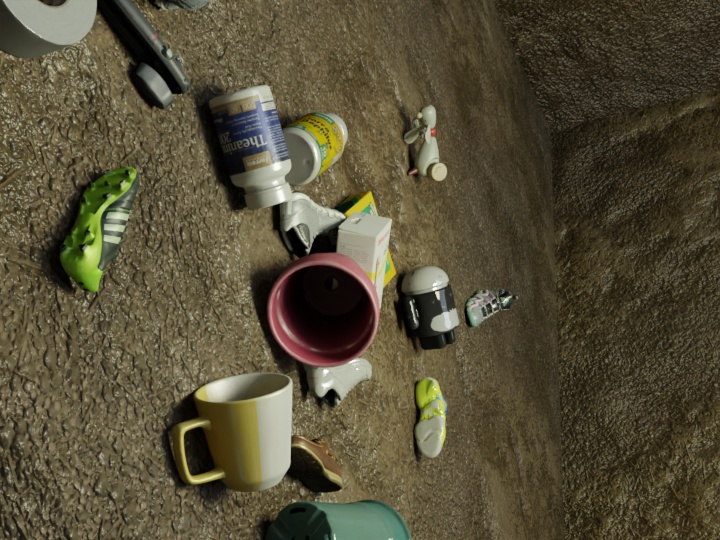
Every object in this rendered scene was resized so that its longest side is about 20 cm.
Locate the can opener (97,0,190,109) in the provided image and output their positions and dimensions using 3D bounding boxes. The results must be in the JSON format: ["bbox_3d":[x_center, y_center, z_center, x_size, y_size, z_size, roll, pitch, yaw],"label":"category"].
[{"bbox_3d":[-0.327,-0.345,1.356,0.201,0.063,0.079,62,30,-33],"label":"can opener"}]

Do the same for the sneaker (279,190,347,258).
[{"bbox_3d":[-0.096,-0.071,1.744,0.200,0.075,0.116,24,63,-49],"label":"sneaker"}]

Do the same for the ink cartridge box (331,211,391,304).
[{"bbox_3d":[0.000,0.000,1.788,0.145,0.083,0.201,-53,151,-67],"label":"ink cartridge box"}]

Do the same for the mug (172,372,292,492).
[{"bbox_3d":[-0.188,0.253,1.363,0.149,0.185,0.154,-139,-138,-77],"label":"mug"}]

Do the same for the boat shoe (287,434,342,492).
[{"bbox_3d":[-0.089,0.332,1.586,0.200,0.072,0.068,56,27,-52],"label":"boat shoe"}]

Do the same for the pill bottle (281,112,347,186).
[{"bbox_3d":[-0.097,-0.246,1.752,0.200,0.112,0.113,-47,123,-60],"label":"pill bottle"}]

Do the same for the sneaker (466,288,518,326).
[{"bbox_3d":[0.395,0.098,2.631,0.200,0.139,0.078,-51,126,-60],"label":"sneaker"}]

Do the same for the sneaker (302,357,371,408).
[{"bbox_3d":[-0.046,0.216,1.731,0.200,0.078,0.100,12,76,-54],"label":"sneaker"}]

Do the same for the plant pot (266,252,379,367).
[{"bbox_3d":[-0.059,0.052,1.638,0.179,0.199,0.201,-72,145,-72],"label":"plant pot"}]

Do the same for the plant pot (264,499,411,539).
[{"bbox_3d":[-0.045,0.473,1.489,0.196,0.199,0.202,29,54,-50],"label":"plant pot"}]

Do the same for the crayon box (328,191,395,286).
[{"bbox_3d":[0.001,-0.051,1.946,0.173,0.058,0.201,-47,122,-62],"label":"crayon box"}]

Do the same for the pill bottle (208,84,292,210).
[{"bbox_3d":[-0.184,-0.211,1.551,0.111,0.110,0.201,-34,111,-64],"label":"pill bottle"}]

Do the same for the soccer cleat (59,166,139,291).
[{"bbox_3d":[-0.348,-0.060,1.207,0.081,0.067,0.201,79,18,-45],"label":"soccer cleat"}]

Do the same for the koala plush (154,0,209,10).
[{"bbox_3d":[-0.290,-0.473,1.378,0.200,0.176,0.185,39,51,-61],"label":"koala plush"}]

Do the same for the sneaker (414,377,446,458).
[{"bbox_3d":[0.181,0.361,2.140,0.105,0.075,0.201,46,40,-51],"label":"sneaker"}]

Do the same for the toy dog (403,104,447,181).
[{"bbox_3d":[0.159,-0.327,2.368,0.096,0.132,0.201,-14,88,-27],"label":"toy dog"}]

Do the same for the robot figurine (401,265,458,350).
[{"bbox_3d":[0.168,0.089,2.175,0.150,0.124,0.201,-90,166,-85],"label":"robot figurine"}]

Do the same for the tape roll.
[{"bbox_3d":[-0.431,-0.380,1.146,0.200,0.066,0.202,37,48,-57],"label":"tape roll"}]
